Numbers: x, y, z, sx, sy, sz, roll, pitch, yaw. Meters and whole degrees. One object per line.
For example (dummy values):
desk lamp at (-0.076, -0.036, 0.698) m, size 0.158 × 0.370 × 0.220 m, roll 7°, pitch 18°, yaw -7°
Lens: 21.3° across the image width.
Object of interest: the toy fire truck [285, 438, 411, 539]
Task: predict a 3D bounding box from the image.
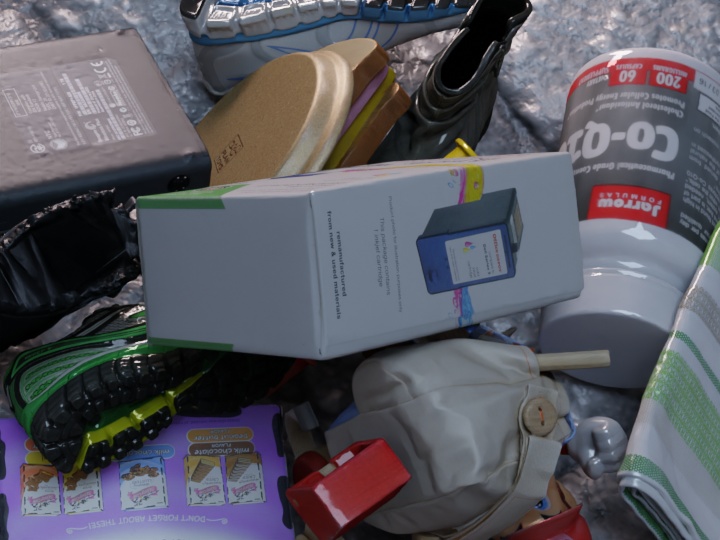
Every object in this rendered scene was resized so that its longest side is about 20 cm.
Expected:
toy fire truck at (0.005, 0.177, 1.036) m, size 0.049 × 0.200 × 0.141 m, roll -34°, pitch 83°, yaw -24°

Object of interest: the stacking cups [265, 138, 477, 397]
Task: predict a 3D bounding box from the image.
stacking cups at (0.000, 0.000, 1.181) m, size 0.200 × 0.061 × 0.061 m, roll -37°, pitch 72°, yaw 1°

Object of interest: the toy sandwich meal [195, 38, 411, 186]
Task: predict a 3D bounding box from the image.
toy sandwich meal at (-0.055, -0.057, 1.197) m, size 0.070 × 0.205 × 0.205 m, roll 39°, pitch 57°, yaw -26°

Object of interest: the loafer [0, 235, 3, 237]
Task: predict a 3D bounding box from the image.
loafer at (-0.250, -0.025, 1.190) m, size 0.070 × 0.070 × 0.200 m, roll 25°, pitch 66°, yaw -5°

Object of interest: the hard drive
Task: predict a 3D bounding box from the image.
hard drive at (-0.208, -0.082, 1.155) m, size 0.200 × 0.033 × 0.140 m, roll -12°, pitch 49°, yaw -24°

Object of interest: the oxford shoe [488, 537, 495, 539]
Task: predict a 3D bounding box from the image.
oxford shoe at (0.096, 0.233, 1.111) m, size 0.200 × 0.084 × 0.073 m, roll 46°, pitch 48°, yaw -5°

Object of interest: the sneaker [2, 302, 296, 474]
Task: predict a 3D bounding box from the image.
sneaker at (-0.113, 0.040, 1.103) m, size 0.200 × 0.078 × 0.085 m, roll -21°, pitch 43°, yaw -31°

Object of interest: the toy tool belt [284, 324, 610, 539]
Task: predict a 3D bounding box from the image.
toy tool belt at (0.051, 0.089, 1.061) m, size 0.123 × 0.200 × 0.125 m, roll -22°, pitch 83°, yaw -27°

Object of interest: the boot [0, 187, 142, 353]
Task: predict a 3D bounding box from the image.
boot at (-0.220, 0.023, 1.060) m, size 0.198 × 0.162 × 0.073 m, roll -27°, pitch 94°, yaw -33°

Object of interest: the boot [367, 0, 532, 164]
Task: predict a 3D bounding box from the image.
boot at (0.041, -0.089, 1.236) m, size 0.068 × 0.131 × 0.200 m, roll 28°, pitch 61°, yaw 5°

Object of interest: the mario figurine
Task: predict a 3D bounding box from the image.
mario figurine at (0.078, 0.099, 1.149) m, size 0.106 × 0.123 × 0.200 m, roll 16°, pitch 38°, yaw -53°

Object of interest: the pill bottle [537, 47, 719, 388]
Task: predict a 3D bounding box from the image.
pill bottle at (0.177, -0.034, 1.239) m, size 0.114 × 0.114 × 0.200 m, roll 14°, pitch 60°, yaw -2°

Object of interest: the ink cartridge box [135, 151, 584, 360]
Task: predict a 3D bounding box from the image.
ink cartridge box at (0.002, -0.012, 1.033) m, size 0.200 × 0.145 × 0.088 m, roll -9°, pitch 97°, yaw -42°

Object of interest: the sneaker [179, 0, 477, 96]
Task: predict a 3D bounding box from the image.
sneaker at (-0.018, -0.159, 1.287) m, size 0.200 × 0.087 × 0.075 m, roll -6°, pitch 39°, yaw -2°

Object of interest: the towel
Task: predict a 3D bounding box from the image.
towel at (0.228, 0.088, 1.178) m, size 0.031 × 0.149 × 0.200 m, roll -1°, pitch 51°, yaw 40°

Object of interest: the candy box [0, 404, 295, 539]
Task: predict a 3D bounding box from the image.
candy box at (-0.121, 0.184, 1.094) m, size 0.168 × 0.072 × 0.200 m, roll -1°, pitch 62°, yaw -11°
